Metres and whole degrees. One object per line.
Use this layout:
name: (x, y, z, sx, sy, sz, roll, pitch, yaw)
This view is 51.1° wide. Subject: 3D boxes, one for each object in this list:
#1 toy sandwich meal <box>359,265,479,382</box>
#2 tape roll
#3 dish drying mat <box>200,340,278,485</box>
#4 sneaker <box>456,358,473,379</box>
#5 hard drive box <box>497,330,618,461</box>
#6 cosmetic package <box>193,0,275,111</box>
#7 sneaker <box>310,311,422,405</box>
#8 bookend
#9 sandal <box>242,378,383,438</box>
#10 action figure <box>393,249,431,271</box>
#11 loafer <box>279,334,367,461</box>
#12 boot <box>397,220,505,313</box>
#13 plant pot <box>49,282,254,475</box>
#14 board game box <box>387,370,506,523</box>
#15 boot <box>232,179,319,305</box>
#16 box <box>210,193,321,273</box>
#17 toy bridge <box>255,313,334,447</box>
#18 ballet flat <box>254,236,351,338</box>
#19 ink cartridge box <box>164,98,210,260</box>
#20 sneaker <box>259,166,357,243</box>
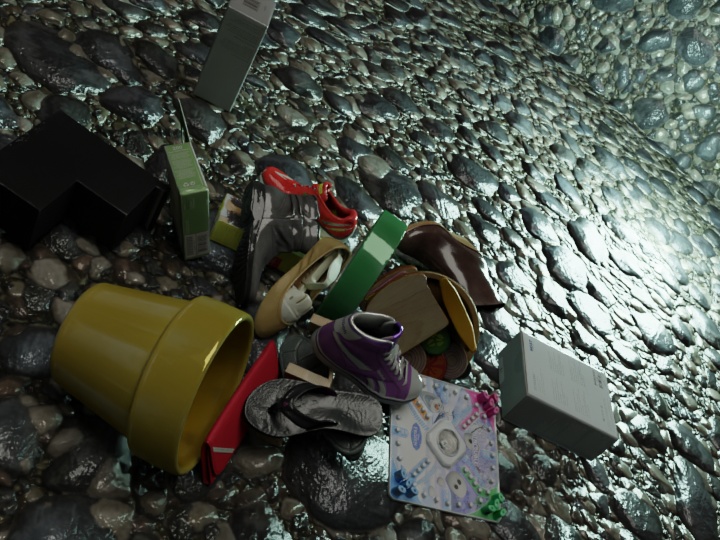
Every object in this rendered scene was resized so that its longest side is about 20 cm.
toy sandwich meal: (0.095, 0.091, 1.181, 0.203, 0.207, 0.070, 35, 8, -2)
tape roll: (0.000, 0.000, 1.190, 0.048, 0.201, 0.201, 33, 37, -3)
dish drying mat: (-0.152, 0.181, 0.981, 0.018, 0.078, 0.201, 11, 34, 15)
sneaker: (0.110, 0.091, 1.283, 0.198, 0.084, 0.121, 31, 33, -1)
hard drive box: (0.349, 0.222, 1.345, 0.197, 0.077, 0.157, 27, 38, -14)
cosmetic package: (-0.242, -0.423, 1.437, 0.083, 0.201, 0.109, 22, 41, -15)
sneaker: (0.038, 0.122, 1.048, 0.199, 0.113, 0.074, 30, 46, -32)
bookend: (-0.405, -0.094, 1.048, 0.198, 0.092, 0.200, 34, 38, -6)
sandal: (-0.056, 0.177, 0.984, 0.196, 0.048, 0.077, 7, 60, -25)
action figure: (0.127, -0.009, 1.430, 0.199, 0.055, 0.118, 42, 40, 13)
loafer: (-0.058, 0.187, 1.078, 0.071, 0.063, 0.201, -26, 61, -16)
boot: (0.163, -0.003, 1.347, 0.197, 0.073, 0.168, 6, 45, -39)
plant pot: (-0.250, 0.109, 0.892, 0.186, 0.204, 0.202, 23, 36, 7)
board game box: (0.133, 0.258, 1.134, 0.197, 0.026, 0.204, 19, 54, -23)
boot: (-0.124, -0.037, 1.178, 0.129, 0.069, 0.205, 14, 75, -27)
box: (-0.146, -0.049, 1.247, 0.197, 0.050, 0.076, 25, 39, -18)
toy bridge: (-0.073, 0.151, 1.045, 0.066, 0.027, 0.202, 21, 58, 7)
ballet flat: (-0.085, 0.024, 1.143, 0.062, 0.069, 0.201, 14, 57, 40)
ink cartridge box: (-0.275, -0.141, 1.157, 0.047, 0.147, 0.202, -13, 56, -19)
sneaker: (-0.088, -0.134, 1.354, 0.198, 0.085, 0.077, 34, 36, -4)
